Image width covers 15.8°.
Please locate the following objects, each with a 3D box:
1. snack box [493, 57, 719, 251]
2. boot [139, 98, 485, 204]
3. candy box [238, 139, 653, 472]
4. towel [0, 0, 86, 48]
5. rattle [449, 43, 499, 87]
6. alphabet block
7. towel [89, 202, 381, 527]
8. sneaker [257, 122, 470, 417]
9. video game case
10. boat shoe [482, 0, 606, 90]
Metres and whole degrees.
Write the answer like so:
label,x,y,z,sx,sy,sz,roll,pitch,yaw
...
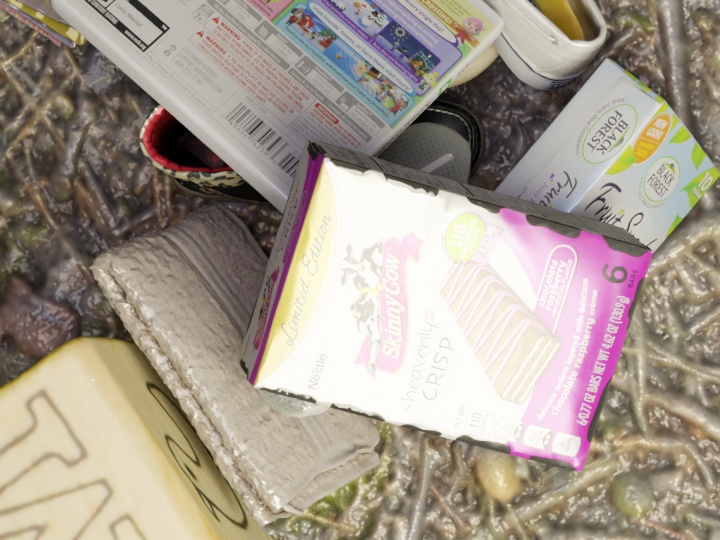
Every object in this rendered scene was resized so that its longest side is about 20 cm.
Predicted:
label,x,y,z,sx,sy,sz,roll,pitch,yaw
snack box,0.119,-0.016,1.554,0.053,0.142,0.200,41,91,25
boot,-0.030,-0.075,1.570,0.203,0.154,0.074,-2,87,7
candy box,0.047,0.020,1.446,0.200,0.061,0.137,15,99,-14
towel,-0.226,-0.250,1.668,0.200,0.023,0.144,33,92,7
rattle,0.050,-0.166,1.630,0.200,0.143,0.130,-27,68,-32
alphabet block,-0.172,0.175,1.550,0.196,0.195,0.200,-34,85,2
towel,-0.071,0.055,1.583,0.034,0.132,0.200,-38,84,33
sneaker,0.000,0.000,1.549,0.070,0.080,0.201,31,82,11
video game case,-0.047,-0.149,1.507,0.200,0.022,0.182,41,67,8
boat shoe,0.078,-0.205,1.532,0.075,0.086,0.202,-30,84,-27
